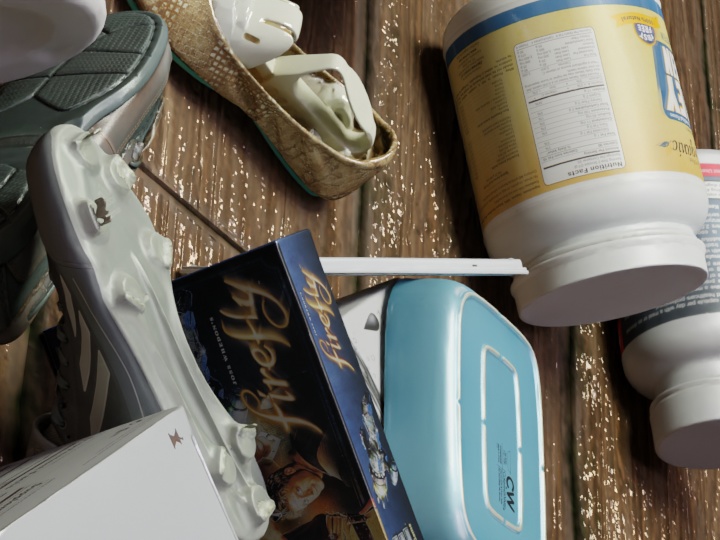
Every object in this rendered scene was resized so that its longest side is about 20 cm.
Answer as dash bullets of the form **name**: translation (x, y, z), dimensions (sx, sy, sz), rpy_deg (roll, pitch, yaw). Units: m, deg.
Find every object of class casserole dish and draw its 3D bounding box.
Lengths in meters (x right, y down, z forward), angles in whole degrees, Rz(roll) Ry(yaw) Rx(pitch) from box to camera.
- **casserole dish**: translation (0.058, 0.091, 1.195), dimensions (0.121, 0.039, 0.200), rpy_deg (40, 42, -45)

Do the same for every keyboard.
- **keyboard**: translation (0.000, 0.000, 1.213), dimensions (0.200, 0.056, 0.011), rpy_deg (1, 84, -42)

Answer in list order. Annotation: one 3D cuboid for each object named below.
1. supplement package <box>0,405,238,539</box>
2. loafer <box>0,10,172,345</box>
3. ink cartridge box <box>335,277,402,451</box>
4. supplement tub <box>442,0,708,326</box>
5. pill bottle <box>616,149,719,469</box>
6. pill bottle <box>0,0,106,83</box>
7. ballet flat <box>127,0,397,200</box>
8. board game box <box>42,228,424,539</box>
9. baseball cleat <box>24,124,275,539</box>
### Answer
- **supplement package**: translation (-0.108, 0.181, 0.909), dimensions (0.200, 0.111, 0.156), rpy_deg (66, 28, -6)
- **loafer**: translation (-0.140, -0.046, 1.060), dimensions (0.200, 0.072, 0.063), rpy_deg (-60, 144, -47)
- **ink cartridge box**: translation (-0.022, 0.090, 1.161), dimensions (0.200, 0.067, 0.116), rpy_deg (-33, 103, -62)
- **supplement tub**: translation (0.139, -0.077, 1.470), dimensions (0.145, 0.145, 0.200), rpy_deg (14, 61, -57)
- **pill bottle**: translation (0.236, 0.029, 1.600), dimensions (0.120, 0.119, 0.200), rpy_deg (33, 45, -48)
- **pill bottle**: translation (-0.181, -0.192, 1.013), dimensions (0.114, 0.114, 0.200), rpy_deg (14, 61, -57)
- **ballet flat**: translation (-0.046, -0.114, 1.252), dimensions (0.200, 0.065, 0.071), rpy_deg (42, 39, -40)
- **board game box**: translation (-0.050, 0.098, 1.038), dimensions (0.035, 0.135, 0.200), rpy_deg (-21, 90, -62)
- **baseball cleat**: translation (-0.115, 0.041, 0.987), dimensions (0.200, 0.106, 0.070), rpy_deg (66, 25, -7)
